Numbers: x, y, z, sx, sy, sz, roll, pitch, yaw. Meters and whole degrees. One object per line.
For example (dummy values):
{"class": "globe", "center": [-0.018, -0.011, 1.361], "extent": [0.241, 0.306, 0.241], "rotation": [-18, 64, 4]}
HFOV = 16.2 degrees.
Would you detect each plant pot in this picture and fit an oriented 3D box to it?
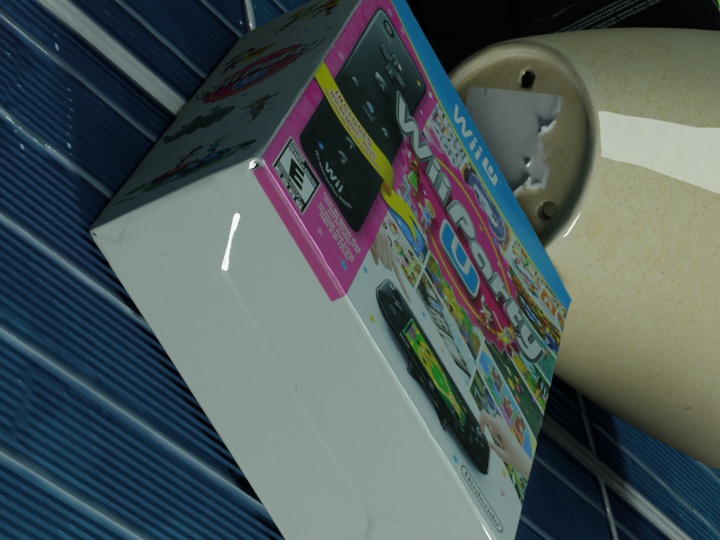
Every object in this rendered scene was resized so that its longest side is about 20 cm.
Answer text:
{"class": "plant pot", "center": [0.115, -0.024, 1.023], "extent": [0.200, 0.187, 0.187], "rotation": [17, 49, -46]}

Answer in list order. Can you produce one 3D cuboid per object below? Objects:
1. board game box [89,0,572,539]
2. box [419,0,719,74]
{"class": "board game box", "center": [0.000, 0.000, 0.832], "extent": [0.148, 0.064, 0.200], "rotation": [59, 19, -15]}
{"class": "box", "center": [0.118, -0.130, 1.195], "extent": [0.200, 0.124, 0.149], "rotation": [37, 33, -53]}
